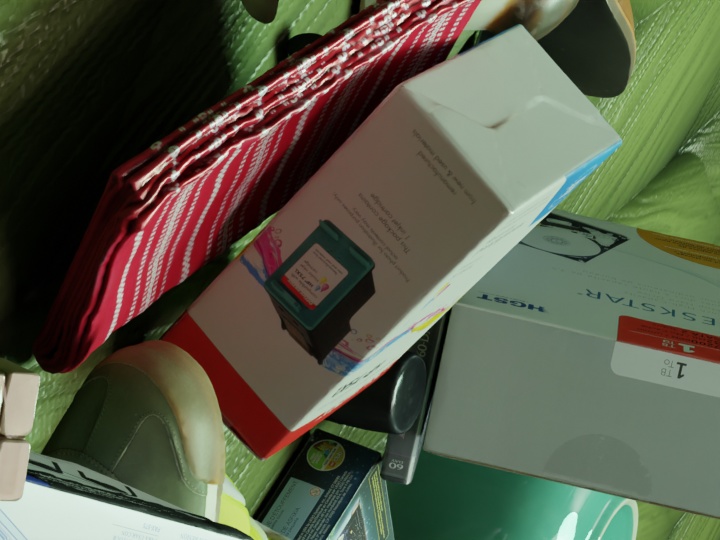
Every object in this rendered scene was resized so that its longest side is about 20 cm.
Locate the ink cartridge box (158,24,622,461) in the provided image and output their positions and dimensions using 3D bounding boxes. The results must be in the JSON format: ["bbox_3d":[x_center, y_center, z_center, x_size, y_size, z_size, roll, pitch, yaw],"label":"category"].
[{"bbox_3d":[0.000,0.000,1.126,0.200,0.067,0.116,-46,173,31],"label":"ink cartridge box"}]

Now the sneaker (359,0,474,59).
[{"bbox_3d":[0.061,-0.156,1.237,0.067,0.089,0.201,-20,127,-65],"label":"sneaker"}]

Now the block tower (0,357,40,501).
[{"bbox_3d":[-0.183,0.042,0.719,0.199,0.058,0.054,5,97,-36],"label":"block tower"}]

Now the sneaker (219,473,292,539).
[{"bbox_3d":[-0.073,0.144,1.178,0.105,0.076,0.200,-57,138,-13],"label":"sneaker"}]

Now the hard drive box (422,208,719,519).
[{"bbox_3d":[0.120,0.039,1.371,0.200,0.155,0.077,-70,172,-72],"label":"hard drive box"}]

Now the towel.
[{"bbox_3d":[-0.033,-0.041,1.055,0.200,0.023,0.145,-36,169,-31],"label":"towel"}]

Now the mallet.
[{"bbox_3d":[-0.020,-0.015,1.244,0.041,0.066,0.201,-50,136,-45],"label":"mallet"}]

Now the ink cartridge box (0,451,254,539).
[{"bbox_3d":[-0.129,0.076,0.891,0.200,0.094,0.044,22,87,-53],"label":"ink cartridge box"}]

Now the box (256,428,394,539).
[{"bbox_3d":[-0.028,0.192,1.383,0.137,0.038,0.201,-57,155,-32],"label":"box"}]

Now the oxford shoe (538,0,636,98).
[{"bbox_3d":[0.106,-0.156,1.384,0.200,0.071,0.072,71,38,-57],"label":"oxford shoe"}]

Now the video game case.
[{"bbox_3d":[0.044,-0.016,1.351,0.143,0.019,0.201,-69,172,-69],"label":"video game case"}]

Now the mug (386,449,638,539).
[{"bbox_3d":[0.086,0.129,1.505,0.186,0.114,0.152,-67,158,-10],"label":"mug"}]

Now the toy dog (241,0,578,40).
[{"bbox_3d":[0.036,-0.161,1.114,0.195,0.139,0.200,-67,161,-8],"label":"toy dog"}]

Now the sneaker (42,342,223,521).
[{"bbox_3d":[-0.114,0.127,1.035,0.090,0.067,0.201,-23,138,-57],"label":"sneaker"}]
